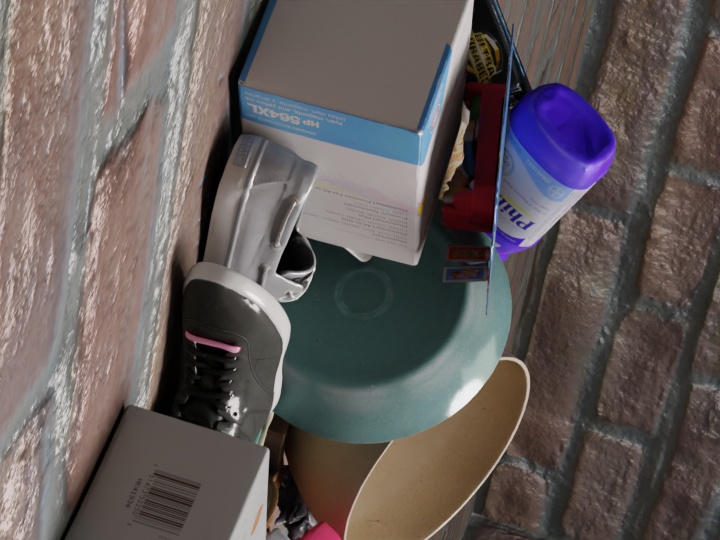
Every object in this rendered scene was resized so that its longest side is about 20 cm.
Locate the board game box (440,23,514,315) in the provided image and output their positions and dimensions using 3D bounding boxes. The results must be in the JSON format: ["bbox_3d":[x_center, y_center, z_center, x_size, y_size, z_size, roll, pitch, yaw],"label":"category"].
[{"bbox_3d":[0.077,-0.073,1.628,0.200,0.039,0.158,-81,174,-55],"label":"board game box"}]

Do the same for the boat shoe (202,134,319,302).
[{"bbox_3d":[-0.063,-0.011,1.589,0.200,0.068,0.072,103,8,-45],"label":"boat shoe"}]

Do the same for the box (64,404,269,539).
[{"bbox_3d":[-0.124,0.199,1.523,0.200,0.097,0.125,95,15,-53],"label":"box"}]

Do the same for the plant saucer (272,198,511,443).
[{"bbox_3d":[0.005,0.022,1.672,0.036,0.200,0.200,74,33,-62],"label":"plant saucer"}]

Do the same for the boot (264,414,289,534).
[{"bbox_3d":[-0.102,0.200,1.764,0.200,0.074,0.155,-59,168,-50],"label":"boot"}]

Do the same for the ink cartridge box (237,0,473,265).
[{"bbox_3d":[-0.003,-0.104,1.601,0.200,0.125,0.129,92,15,-61],"label":"ink cartridge box"}]

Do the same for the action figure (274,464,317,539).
[{"bbox_3d":[-0.064,0.225,1.968,0.119,0.102,0.200,-44,139,-60],"label":"action figure"}]

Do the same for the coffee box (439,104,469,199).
[{"bbox_3d":[0.025,-0.105,1.830,0.200,0.080,0.115,48,61,-70],"label":"coffee box"}]

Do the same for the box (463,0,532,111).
[{"bbox_3d":[0.073,-0.212,1.798,0.159,0.046,0.200,12,57,-81],"label":"box"}]

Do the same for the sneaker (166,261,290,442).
[{"bbox_3d":[-0.095,0.078,1.562,0.200,0.071,0.099,89,23,-59],"label":"sneaker"}]

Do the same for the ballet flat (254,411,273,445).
[{"bbox_3d":[-0.081,0.066,1.724,0.062,0.067,0.200,-36,-158,54],"label":"ballet flat"}]

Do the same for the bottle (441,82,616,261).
[{"bbox_3d":[0.109,-0.057,1.792,0.065,0.084,0.200,-41,176,-42],"label":"bottle"}]

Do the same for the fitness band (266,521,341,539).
[{"bbox_3d":[-0.095,0.247,1.709,0.200,0.037,0.144,-37,168,-22],"label":"fitness band"}]

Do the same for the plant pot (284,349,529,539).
[{"bbox_3d":[0.014,0.108,1.840,0.200,0.134,0.200,-37,151,-25],"label":"plant pot"}]
